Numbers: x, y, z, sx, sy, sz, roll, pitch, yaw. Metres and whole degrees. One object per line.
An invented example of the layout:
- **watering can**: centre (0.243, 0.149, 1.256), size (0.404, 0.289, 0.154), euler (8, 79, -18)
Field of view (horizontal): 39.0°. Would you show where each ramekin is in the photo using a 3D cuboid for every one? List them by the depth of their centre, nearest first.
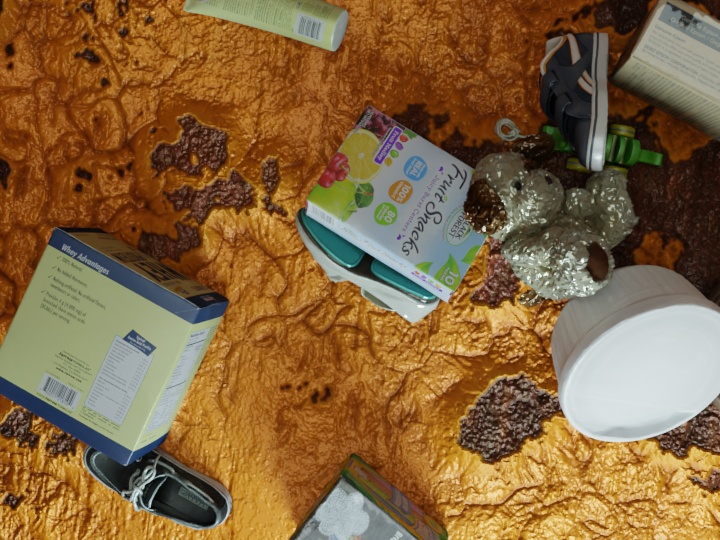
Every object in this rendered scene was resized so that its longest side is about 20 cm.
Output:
- **ramekin**: centre (0.300, 0.085, 1.111), size (0.199, 0.095, 0.205), euler (-7, 129, -9)

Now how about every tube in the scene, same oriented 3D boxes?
- **tube**: centre (-0.112, -0.319, 1.215), size (0.197, 0.052, 0.058), euler (21, 53, 9)

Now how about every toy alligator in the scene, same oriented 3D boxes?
- **toy alligator**: centre (0.251, -0.147, 1.168), size (0.197, 0.054, 0.060), euler (13, 93, 6)

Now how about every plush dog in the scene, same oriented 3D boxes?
- **plush dog**: centre (0.189, -0.057, 1.114), size (0.172, 0.200, 0.160), euler (48, 133, -6)

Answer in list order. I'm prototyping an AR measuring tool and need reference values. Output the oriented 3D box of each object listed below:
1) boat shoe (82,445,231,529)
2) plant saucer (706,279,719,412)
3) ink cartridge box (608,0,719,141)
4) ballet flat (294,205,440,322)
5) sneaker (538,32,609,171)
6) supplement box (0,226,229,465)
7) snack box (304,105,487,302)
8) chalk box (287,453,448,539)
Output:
- **boat shoe**: centre (-0.254, 0.262, 1.236), size (0.197, 0.068, 0.074), euler (28, 95, 6)
- **plant saucer**: centre (0.445, 0.085, 1.102), size (0.199, 0.034, 0.204), euler (-1, 88, 48)
- **ink cartridge box**: centre (0.360, -0.207, 1.080), size (0.163, 0.200, 0.076), euler (28, 96, 5)
- **ballet flat**: centre (0.000, 0.000, 1.202), size (0.198, 0.069, 0.070), euler (31, 95, 5)
- **sneaker**: centre (0.235, -0.186, 1.124), size (0.078, 0.079, 0.202), euler (2, 47, 10)
- **supplement box**: centre (-0.295, 0.083, 1.202), size (0.198, 0.134, 0.202), euler (27, 95, 5)
- **snack box**: centre (0.054, -0.078, 1.174), size (0.198, 0.053, 0.143), euler (32, 74, 5)
- **chalk box**: centre (0.025, 0.332, 1.178), size (0.199, 0.124, 0.125), euler (39, 95, 3)
